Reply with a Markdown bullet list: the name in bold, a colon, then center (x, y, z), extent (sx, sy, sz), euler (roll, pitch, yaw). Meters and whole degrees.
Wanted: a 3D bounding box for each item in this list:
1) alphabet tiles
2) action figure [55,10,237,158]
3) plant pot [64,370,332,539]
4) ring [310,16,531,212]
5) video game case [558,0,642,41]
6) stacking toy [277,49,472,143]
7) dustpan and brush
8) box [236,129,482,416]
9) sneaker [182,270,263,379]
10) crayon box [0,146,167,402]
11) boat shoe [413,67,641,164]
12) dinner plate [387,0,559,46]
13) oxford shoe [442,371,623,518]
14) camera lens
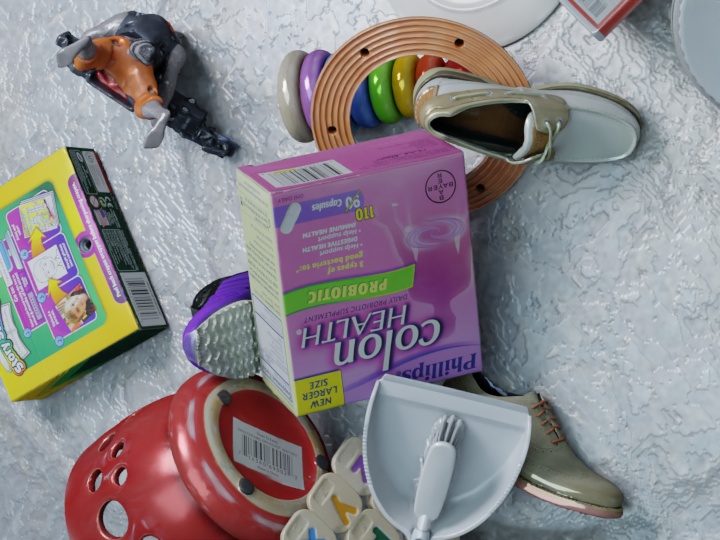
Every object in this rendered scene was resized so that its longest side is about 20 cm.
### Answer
- **alphabet tiles**: center (0.025, 0.249, 1.520), extent (0.196, 0.200, 0.015), euler (44, 155, -18)
- **action figure**: center (-0.188, -0.182, 1.625), extent (0.199, 0.194, 0.105), euler (30, 111, -10)
- **plant pot**: center (-0.137, 0.196, 1.565), extent (0.182, 0.200, 0.201), euler (-41, 74, 32)
- **ring**: center (0.056, -0.134, 1.532), extent (0.199, 0.019, 0.201), euler (3, 123, 5)
- **video game case**: center (0.232, -0.304, 1.462), extent (0.200, 0.017, 0.143), euler (-45, 50, 11)
- **stacking toy**: center (0.029, -0.167, 1.571), extent (0.199, 0.085, 0.086), euler (-5, 88, 20)
- **dustpan and brush**: center (0.058, 0.199, 1.484), extent (0.139, 0.057, 0.201), euler (13, 117, 1)
- **box**: center (0.000, 0.000, 1.492), extent (0.097, 0.175, 0.201), euler (-142, 43, -63)
- **sneaker**: center (-0.119, 0.046, 1.577), extent (0.099, 0.200, 0.070), euler (5, 106, 28)
- **crayon box**: center (-0.307, 0.005, 1.738), extent (0.172, 0.058, 0.201), euler (-28, 78, 24)
- **boat shoe**: center (0.143, -0.119, 1.477), extent (0.199, 0.069, 0.075), euler (7, 121, -4)
- **dinner plate**: center (0.100, -0.298, 1.563), extent (0.199, 0.024, 0.202), euler (0, 90, 26)
- **oxford shoe**: center (0.149, 0.147, 1.518), extent (0.199, 0.071, 0.074), euler (30, 100, 22)
- **camera lens**: center (0.324, -0.201, 1.350), extent (0.159, 0.200, 0.161), euler (3, 104, 14)
